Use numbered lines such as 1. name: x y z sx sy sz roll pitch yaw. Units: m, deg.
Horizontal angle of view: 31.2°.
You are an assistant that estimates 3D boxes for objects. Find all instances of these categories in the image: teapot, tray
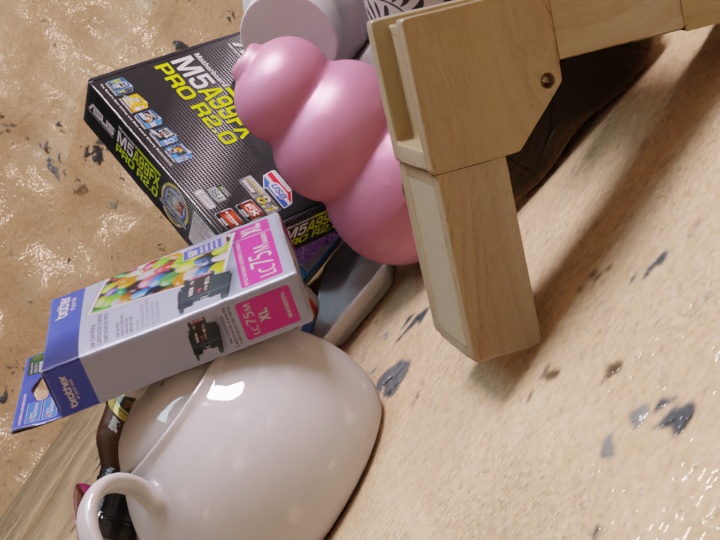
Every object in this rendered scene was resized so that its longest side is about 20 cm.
1. teapot: -0.091 0.112 0.829 0.198 0.145 0.200 -56 12 -7
2. tray: 0.000 0.000 1.093 0.108 0.022 0.200 -50 12 19

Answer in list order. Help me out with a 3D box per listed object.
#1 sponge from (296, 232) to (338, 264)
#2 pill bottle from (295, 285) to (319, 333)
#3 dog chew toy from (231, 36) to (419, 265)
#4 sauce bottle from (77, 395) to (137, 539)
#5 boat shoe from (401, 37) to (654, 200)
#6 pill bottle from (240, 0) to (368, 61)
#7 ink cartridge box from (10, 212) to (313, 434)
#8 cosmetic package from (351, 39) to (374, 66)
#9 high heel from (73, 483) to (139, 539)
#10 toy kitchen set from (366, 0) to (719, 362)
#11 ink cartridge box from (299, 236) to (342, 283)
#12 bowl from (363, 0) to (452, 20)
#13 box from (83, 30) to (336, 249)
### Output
1. sponge: -0.036 -0.082 1.127 0.200 0.111 0.030 -41 -36 -41
2. pill bottle: -0.113 0.098 1.010 0.112 0.111 0.202 -27 41 67
3. dog chew toy: -0.008 -0.094 0.942 0.125 0.199 0.125 -51 11 14
4. sauce bottle: -0.150 0.097 0.924 0.065 0.064 0.202 -29 44 65
5. boat shoe: 0.109 -0.107 0.841 0.200 0.072 0.065 -43 9 25
6. pill bottle: -0.034 -0.237 1.074 0.112 0.112 0.201 -46 15 36
7. ink cartridge box: -0.133 0.031 0.823 0.198 0.042 0.120 -23 23 -1
8. cosmetic package: 0.088 -0.228 1.133 0.201 0.122 0.199 -56 11 4
9. high heel: -0.226 0.260 1.080 0.068 0.096 0.200 -50 12 17
10. toy kitchen set: 0.114 -0.079 0.724 0.198 0.183 0.163 -15 12 -9
11. ink cartridge box: -0.075 -0.010 1.235 0.116 0.067 0.200 -49 0 -35
12. bowl: 0.088 -0.178 0.951 0.201 0.198 0.095 -83 -4 -67
13. box: -0.103 -0.098 1.032 0.159 0.200 0.045 -25 -29 -34
